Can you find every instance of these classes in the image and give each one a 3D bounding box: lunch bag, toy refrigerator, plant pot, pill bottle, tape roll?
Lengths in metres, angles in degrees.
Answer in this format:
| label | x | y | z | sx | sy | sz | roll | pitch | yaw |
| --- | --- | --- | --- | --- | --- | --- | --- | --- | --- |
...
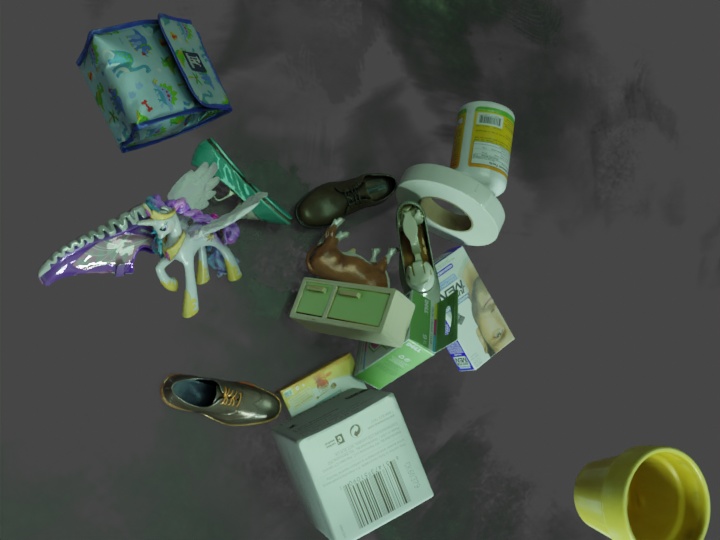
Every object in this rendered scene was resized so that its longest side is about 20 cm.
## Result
| label | x | y | z | sx | sy | sz | roll | pitch | yaw |
| --- | --- | --- | --- | --- | --- | --- | --- | --- | --- |
| lunch bag | -0.320 | -0.307 | 1.259 | 0.199 | 0.127 | 0.172 | -26 | 90 | -37 |
| toy refrigerator | -0.017 | 0.065 | 1.277 | 0.070 | 0.198 | 0.077 | 38 | 67 | -46 |
| plant pot | 0.502 | 0.422 | 1.451 | 0.198 | 0.189 | 0.203 | 3 | 81 | -22 |
| pill bottle | 0.224 | -0.203 | 1.475 | 0.110 | 0.111 | 0.202 | 15 | 76 | -20 |
| tape roll | 0.157 | -0.113 | 1.382 | 0.202 | 0.202 | 0.037 | 34 | 71 | -15 |

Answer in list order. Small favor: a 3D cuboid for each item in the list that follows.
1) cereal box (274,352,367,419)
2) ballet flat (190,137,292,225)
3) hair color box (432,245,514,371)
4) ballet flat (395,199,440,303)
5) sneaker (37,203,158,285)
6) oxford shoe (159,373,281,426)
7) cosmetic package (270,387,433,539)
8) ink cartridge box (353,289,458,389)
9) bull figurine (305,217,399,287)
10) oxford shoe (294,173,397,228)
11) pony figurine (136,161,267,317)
| label | x | y | z | sx | sy | sz | roll | pitch | yaw |
| --- | --- | --- | --- | --- | --- | --- | --- | --- | --- |
| cereal box | -0.039 | 0.261 | 1.327 | 0.143 | 0.039 | 0.202 | -27 | 93 | -23 |
| ballet flat | -0.205 | -0.131 | 1.314 | 0.070 | 0.067 | 0.200 | -45 | 101 | 2 |
| hair color box | 0.185 | 0.070 | 1.441 | 0.109 | 0.065 | 0.201 | -33 | 97 | -24 |
| ballet flat | 0.094 | -0.024 | 1.359 | 0.067 | 0.064 | 0.203 | -10 | 83 | 6 |
| sneaker | -0.392 | -0.023 | 1.205 | 0.199 | 0.080 | 0.089 | -33 | 103 | -25 |
| oxford shoe | -0.215 | 0.207 | 1.242 | 0.198 | 0.073 | 0.072 | 12 | 77 | -21 |
| cosmetic package | -0.019 | 0.290 | 1.201 | 0.163 | 0.200 | 0.167 | -23 | 92 | -19 |
| ink cartridge box | 0.074 | 0.105 | 1.299 | 0.059 | 0.200 | 0.105 | 30 | 44 | -23 |
| bull figurine | 0.000 | 0.000 | 1.373 | 0.199 | 0.065 | 0.123 | 30 | 65 | -21 |
| oxford shoe | -0.024 | -0.131 | 1.373 | 0.199 | 0.084 | 0.073 | -25 | 93 | -23 |
| pony figurine | -0.247 | -0.058 | 1.215 | 0.193 | 0.165 | 0.202 | -41 | 137 | -33 |
